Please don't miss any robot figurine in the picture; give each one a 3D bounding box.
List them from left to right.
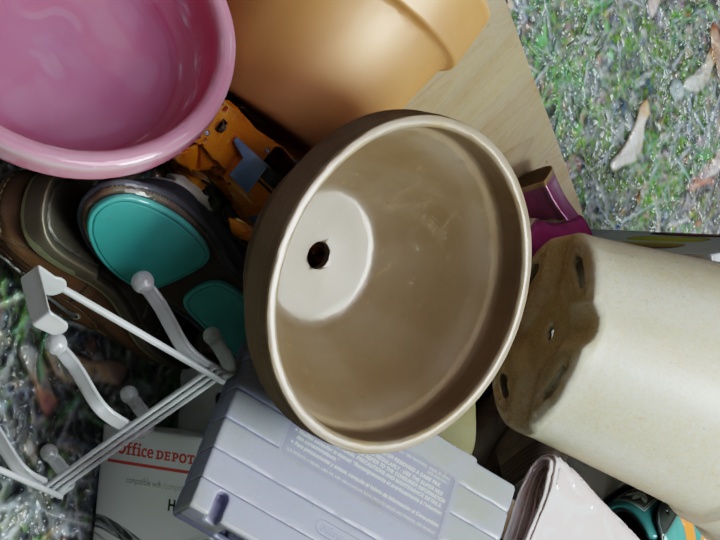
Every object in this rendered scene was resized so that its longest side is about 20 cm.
[{"bbox_3d":[-0.070,-0.048,1.243,0.058,0.145,0.200,-49,132,-9],"label":"robot figurine"}]

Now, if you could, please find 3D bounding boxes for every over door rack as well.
[{"bbox_3d":[-0.180,0.059,1.115,0.200,0.147,0.067,25,33,-59],"label":"over door rack"}]

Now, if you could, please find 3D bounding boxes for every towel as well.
[{"bbox_3d":[0.139,0.250,1.277,0.200,0.032,0.192,46,59,-37],"label":"towel"}]

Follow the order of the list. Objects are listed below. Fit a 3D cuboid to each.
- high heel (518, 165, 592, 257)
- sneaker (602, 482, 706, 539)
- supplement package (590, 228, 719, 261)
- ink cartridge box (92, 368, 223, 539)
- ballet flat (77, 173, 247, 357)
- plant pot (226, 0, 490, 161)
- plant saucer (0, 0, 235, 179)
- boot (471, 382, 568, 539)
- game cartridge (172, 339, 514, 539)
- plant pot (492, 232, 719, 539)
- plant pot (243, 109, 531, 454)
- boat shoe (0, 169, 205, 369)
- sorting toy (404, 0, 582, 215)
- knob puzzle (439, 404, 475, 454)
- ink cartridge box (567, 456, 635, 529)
[{"bbox_3d":[0.115,0.007,1.376,0.096,0.067,0.200,64,26,-16],"label":"high heel"},{"bbox_3d":[0.218,0.169,1.401,0.080,0.071,0.201,47,61,-40],"label":"sneaker"},{"bbox_3d":[0.219,0.030,1.511,0.113,0.199,0.110,-11,100,-46],"label":"supplement package"},{"bbox_3d":[-0.108,0.160,1.230,0.068,0.116,0.202,9,85,-46],"label":"ink cartridge box"},{"bbox_3d":[-0.105,-0.012,1.177,0.200,0.073,0.073,44,62,-45],"label":"ballet flat"},{"bbox_3d":[-0.037,-0.156,1.246,0.200,0.200,0.141,37,82,-42],"label":"plant pot"},{"bbox_3d":[-0.173,-0.134,1.132,0.199,0.051,0.202,11,58,-17],"label":"plant saucer"},{"bbox_3d":[0.082,0.142,1.448,0.070,0.199,0.147,49,22,-25],"label":"boot"},{"bbox_3d":[-0.006,0.138,1.188,0.199,0.038,0.130,32,52,-16],"label":"game cartridge"},{"bbox_3d":[0.194,0.064,1.284,0.182,0.200,0.202,18,78,-19],"label":"plant pot"},{"bbox_3d":[0.000,0.000,1.159,0.200,0.092,0.202,-12,109,-36],"label":"plant pot"},{"bbox_3d":[-0.163,-0.003,1.199,0.200,0.068,0.072,52,47,-49],"label":"boat shoe"},{"bbox_3d":[0.054,-0.068,1.424,0.200,0.069,0.200,-44,122,-36],"label":"sorting toy"},{"bbox_3d":[0.012,0.109,1.318,0.219,0.030,0.221,-25,125,-43],"label":"knob puzzle"},{"bbox_3d":[0.142,0.194,1.479,0.084,0.145,0.201,38,65,-41],"label":"ink cartridge box"}]
